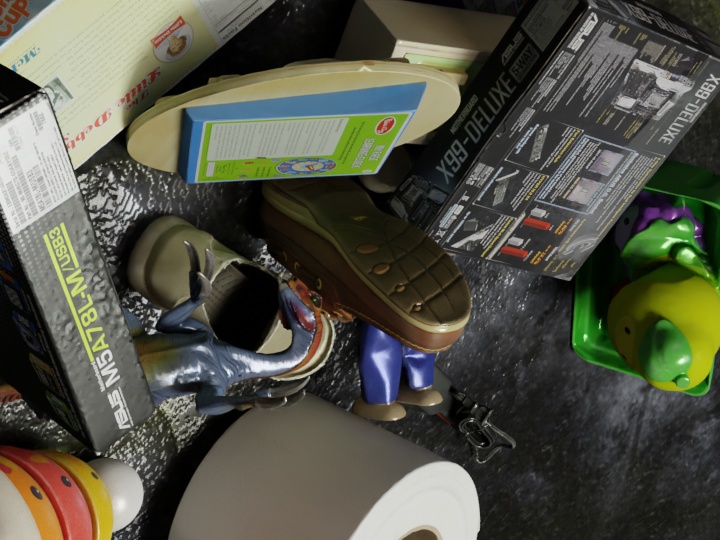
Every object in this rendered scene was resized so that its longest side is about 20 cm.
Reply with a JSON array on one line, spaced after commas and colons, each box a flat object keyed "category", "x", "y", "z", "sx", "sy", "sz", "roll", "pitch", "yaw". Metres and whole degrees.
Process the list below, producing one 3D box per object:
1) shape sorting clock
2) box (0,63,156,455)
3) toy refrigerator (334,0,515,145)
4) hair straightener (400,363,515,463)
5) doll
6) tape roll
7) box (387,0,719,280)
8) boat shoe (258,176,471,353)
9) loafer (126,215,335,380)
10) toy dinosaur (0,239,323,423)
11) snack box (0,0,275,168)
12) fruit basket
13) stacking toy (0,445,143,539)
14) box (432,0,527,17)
[{"category": "shape sorting clock", "x": -0.039, "y": -0.090, "z": 0.876, "sx": 0.200, "sy": 0.200, "sz": 0.039, "roll": 8, "pitch": 73, "yaw": -49}, {"category": "box", "x": -0.193, "y": -0.029, "z": 0.724, "sx": 0.047, "sy": 0.193, "sz": 0.200, "roll": -38, "pitch": 137, "yaw": -29}, {"category": "toy refrigerator", "x": 0.084, "y": -0.129, "z": 1.015, "sx": 0.199, "sy": 0.070, "sz": 0.076, "roll": 3, "pitch": 126, "yaw": -32}, {"category": "hair straightener", "x": 0.075, "y": 0.118, "z": 1.200, "sx": 0.041, "sy": 0.077, "sz": 0.200, "roll": -52, "pitch": 141, "yaw": -11}, {"category": "doll", "x": 0.021, "y": 0.005, "z": 1.063, "sx": 0.136, "sy": 0.048, "sz": 0.201, "roll": -15, "pitch": 110, "yaw": -42}, {"category": "tape roll", "x": -0.025, "y": 0.206, "z": 1.076, "sx": 0.202, "sy": 0.139, "sz": 0.203, "roll": -32, "pitch": 133, "yaw": -41}, {"category": "box", "x": 0.136, "y": -0.092, "z": 0.997, "sx": 0.157, "sy": 0.050, "sz": 0.200, "roll": 11, "pitch": 124, "yaw": -40}, {"category": "boat shoe", "x": -0.001, "y": 0.000, "z": 0.948, "sx": 0.072, "sy": 0.200, "sz": 0.068, "roll": -8, "pitch": 123, "yaw": -35}, {"category": "loafer", "x": -0.075, "y": 0.031, "z": 0.989, "sx": 0.200, "sy": 0.068, "sz": 0.076, "roll": 33, "pitch": 88, "yaw": -51}, {"category": "toy dinosaur", "x": -0.117, "y": 0.044, "z": 0.899, "sx": 0.181, "sy": 0.200, "sz": 0.105, "roll": 8, "pitch": 72, "yaw": -45}, {"category": "snack box", "x": -0.128, "y": -0.141, "z": 0.803, "sx": 0.200, "sy": 0.037, "sz": 0.116, "roll": -41, "pitch": 152, "yaw": -7}, {"category": "fruit basket", "x": 0.250, "y": 0.023, "z": 1.269, "sx": 0.216, "sy": 0.155, "sz": 0.216, "roll": -39, "pitch": 138, "yaw": -47}, {"category": "stacking toy", "x": -0.203, "y": 0.154, "z": 0.910, "sx": 0.200, "sy": 0.146, "sz": 0.147, "roll": -19, "pitch": 128, "yaw": -64}, {"category": "box", "x": 0.098, "y": -0.247, "z": 1.031, "sx": 0.137, "sy": 0.039, "sz": 0.200, "roll": -45, "pitch": 139, "yaw": -17}]
